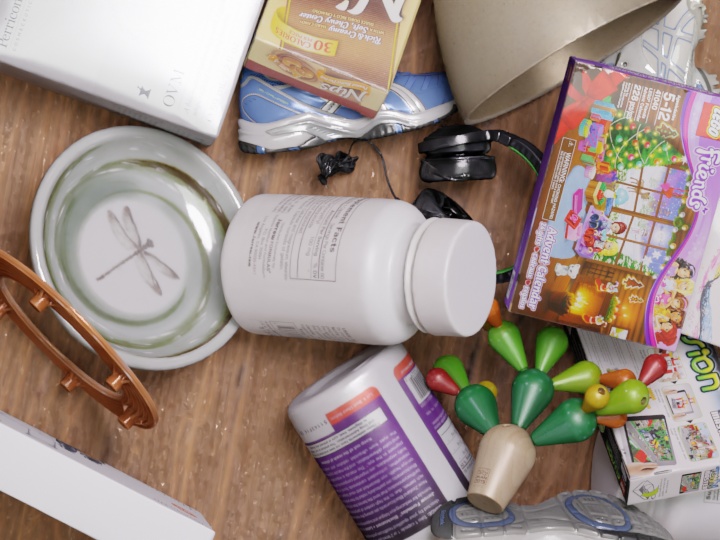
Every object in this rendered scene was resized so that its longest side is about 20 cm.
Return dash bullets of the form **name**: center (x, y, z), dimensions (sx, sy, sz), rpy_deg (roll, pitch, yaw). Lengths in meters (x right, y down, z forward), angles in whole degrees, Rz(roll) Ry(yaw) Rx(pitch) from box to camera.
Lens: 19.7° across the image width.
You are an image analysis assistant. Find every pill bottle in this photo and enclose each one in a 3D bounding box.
- **pill bottle**: center (0.000, 0.000, 1.631), dimensions (0.199, 0.114, 0.115), rpy_deg (4, 90, 30)
- **pill bottle**: center (0.298, 0.175, 1.718), dimensions (0.198, 0.113, 0.114), rpy_deg (5, 90, -7)
- **pill bottle**: center (0.036, 0.167, 1.684), dimensions (0.111, 0.111, 0.201), rpy_deg (-32, 94, -6)

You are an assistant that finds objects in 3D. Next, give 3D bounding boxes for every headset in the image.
- **headset**: center (0.065, -0.062, 1.679), dimensions (0.199, 0.094, 0.124), rpy_deg (19, 101, 21)

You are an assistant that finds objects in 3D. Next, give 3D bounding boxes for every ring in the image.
- **ring**: center (-0.234, 0.055, 1.602), dimensions (0.200, 0.200, 0.019), rpy_deg (45, 73, -6)

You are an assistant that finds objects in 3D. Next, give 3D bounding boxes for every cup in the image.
- **cup**: center (0.135, -0.227, 1.637), dimensions (0.199, 0.200, 0.144), rpy_deg (-28, 85, -7)

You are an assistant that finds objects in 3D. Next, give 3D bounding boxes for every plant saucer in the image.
- **plant saucer**: center (-0.180, -0.014, 1.663), dimensions (0.199, 0.050, 0.202), rpy_deg (10, 70, -29)

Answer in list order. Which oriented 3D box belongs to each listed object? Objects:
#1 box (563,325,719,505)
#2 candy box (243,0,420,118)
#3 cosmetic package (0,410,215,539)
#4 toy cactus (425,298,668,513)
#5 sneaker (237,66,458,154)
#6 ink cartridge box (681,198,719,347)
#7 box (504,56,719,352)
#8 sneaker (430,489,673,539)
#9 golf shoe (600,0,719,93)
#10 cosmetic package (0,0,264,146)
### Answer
- **box**: center (0.241, 0.093, 1.685), dimensions (0.109, 0.035, 0.201), rpy_deg (-8, 48, -7)
- **candy box**: center (-0.007, -0.235, 1.669), dimensions (0.115, 0.055, 0.201), rpy_deg (21, 65, -5)
- **cosmetic package**: center (-0.216, 0.175, 1.631), dimensions (0.199, 0.151, 0.052), rpy_deg (28, 87, -7)
- **toy cactus**: center (0.128, 0.108, 1.618), dimensions (0.199, 0.102, 0.166), rpy_deg (12, 60, 27)
- **sneaker**: center (-0.005, -0.145, 1.693), dimensions (0.198, 0.076, 0.078), rpy_deg (-9, 96, -9)
- **ink cartridge box**: center (0.292, -0.003, 1.659), dimensions (0.199, 0.068, 0.117), rpy_deg (19, 101, -8)
- **box**: center (0.201, -0.051, 1.591), dimensions (0.136, 0.039, 0.202), rpy_deg (13, 101, -4)
- **sneaker**: center (0.150, 0.225, 1.635), dimensions (0.198, 0.075, 0.088), rpy_deg (1, 112, -8)
- **golf shoe**: center (0.241, -0.192, 1.730), dimensions (0.096, 0.078, 0.202), rpy_deg (-10, 91, -1)
- **cosmetic package**: center (-0.178, -0.227, 1.648), dimensions (0.199, 0.123, 0.201), rpy_deg (19, 88, -6)
